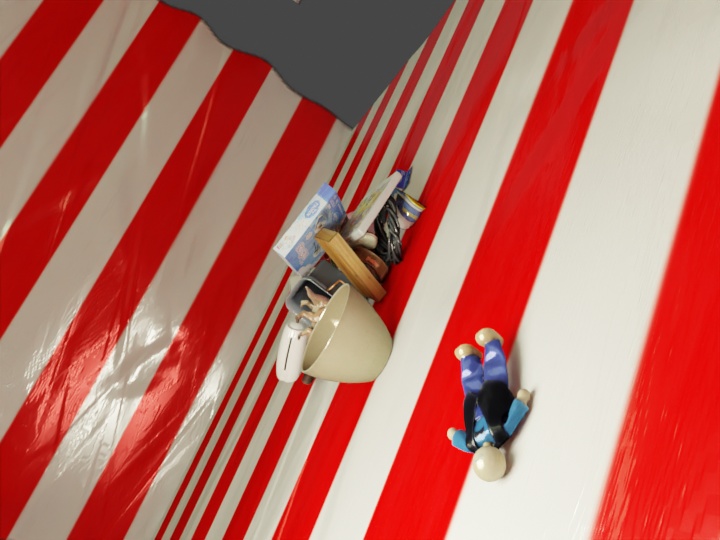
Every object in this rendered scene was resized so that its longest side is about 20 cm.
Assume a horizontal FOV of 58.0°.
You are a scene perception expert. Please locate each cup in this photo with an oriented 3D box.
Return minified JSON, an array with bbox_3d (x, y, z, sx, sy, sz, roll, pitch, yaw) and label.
[{"bbox_3d":[-0.016,0.151,1.349,0.203,0.141,0.202,-56,14,21],"label":"cup"}]

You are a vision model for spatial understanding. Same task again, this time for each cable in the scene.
[{"bbox_3d":[0.074,-0.101,1.611,0.200,0.049,0.169,-144,57,-77],"label":"cable"}]

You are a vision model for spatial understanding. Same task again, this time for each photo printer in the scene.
[{"bbox_3d":[-0.167,0.196,1.759,0.200,0.068,0.171,-51,-24,-69],"label":"photo printer"}]

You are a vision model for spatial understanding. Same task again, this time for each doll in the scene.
[{"bbox_3d":[0.155,0.174,0.818,0.136,0.048,0.203,-42,27,31],"label":"doll"}]

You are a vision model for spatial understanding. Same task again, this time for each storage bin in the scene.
[{"bbox_3d":[-0.070,0.067,1.668,0.146,0.198,0.135,-51,6,36],"label":"storage bin"}]

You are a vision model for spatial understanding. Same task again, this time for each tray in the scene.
[{"bbox_3d":[-0.026,-0.012,1.565,0.037,0.201,0.098,-46,26,-11],"label":"tray"}]

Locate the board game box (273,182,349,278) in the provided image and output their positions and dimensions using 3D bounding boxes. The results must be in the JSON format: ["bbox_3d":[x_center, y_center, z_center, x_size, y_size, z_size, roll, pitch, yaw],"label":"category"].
[{"bbox_3d":[-0.116,-0.092,1.609,0.201,0.043,0.200,-52,-16,-6],"label":"board game box"}]

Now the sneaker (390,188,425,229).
[{"bbox_3d":[0.107,-0.160,1.694,0.084,0.073,0.200,-60,11,9],"label":"sneaker"}]

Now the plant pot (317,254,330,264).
[{"bbox_3d":[-0.095,-0.088,2.101,0.203,0.180,0.202,-55,14,20],"label":"plant pot"}]

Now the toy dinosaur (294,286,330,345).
[{"bbox_3d":[-0.084,0.130,1.583,0.086,0.131,0.207,-48,-47,-75],"label":"toy dinosaur"}]

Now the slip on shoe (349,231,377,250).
[{"bbox_3d":[-0.003,-0.085,1.687,0.200,0.072,0.063,171,109,-77],"label":"slip on shoe"}]

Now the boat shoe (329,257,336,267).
[{"bbox_3d":[-0.060,-0.030,1.887,0.060,0.071,0.207,-32,-54,-43],"label":"boat shoe"}]

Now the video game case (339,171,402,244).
[{"bbox_3d":[0.010,-0.142,1.624,0.202,0.023,0.181,-58,14,-27],"label":"video game case"}]

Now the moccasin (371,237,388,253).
[{"bbox_3d":[0.012,-0.021,1.795,0.200,0.073,0.078,-35,19,44],"label":"moccasin"}]

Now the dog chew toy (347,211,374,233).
[{"bbox_3d":[-0.026,-0.076,1.955,0.126,0.122,0.203,-82,17,-60],"label":"dog chew toy"}]

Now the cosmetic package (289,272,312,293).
[{"bbox_3d":[-0.126,0.058,1.877,0.200,0.102,0.073,35,-135,-75],"label":"cosmetic package"}]

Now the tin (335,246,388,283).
[{"bbox_3d":[0.000,0.000,1.673,0.042,0.112,0.200,-51,7,-23],"label":"tin"}]

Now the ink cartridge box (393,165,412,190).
[{"bbox_3d":[0.090,-0.239,2.015,0.201,0.039,0.101,-51,15,39],"label":"ink cartridge box"}]

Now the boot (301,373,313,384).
[{"bbox_3d":[-0.107,0.199,1.786,0.169,0.071,0.201,-63,2,24],"label":"boot"}]
